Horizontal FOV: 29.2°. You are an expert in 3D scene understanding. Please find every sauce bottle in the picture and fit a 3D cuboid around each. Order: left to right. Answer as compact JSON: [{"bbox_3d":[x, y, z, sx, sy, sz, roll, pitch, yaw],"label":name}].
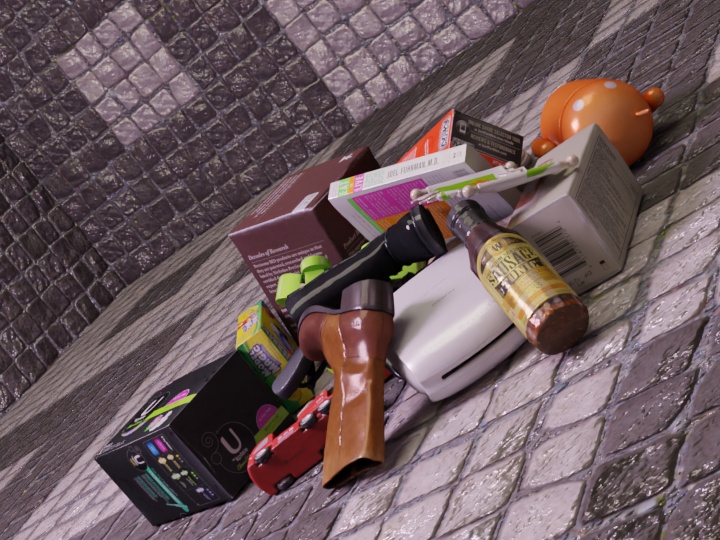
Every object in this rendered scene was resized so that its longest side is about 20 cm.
[{"bbox_3d":[0.146,0.000,1.347,0.066,0.066,0.200,-39,45,-1],"label":"sauce bottle"}]

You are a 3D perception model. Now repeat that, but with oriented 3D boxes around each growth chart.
[{"bbox_3d":[0.134,-0.095,1.488,0.144,0.018,0.200,-17,6,-12],"label":"growth chart"}]

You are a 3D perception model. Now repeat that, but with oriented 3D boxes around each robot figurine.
[{"bbox_3d":[0.291,-0.180,1.702,0.200,0.143,0.117,-133,55,-79],"label":"robot figurine"}]

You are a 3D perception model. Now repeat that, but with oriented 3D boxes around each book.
[{"bbox_3d":[0.078,-0.085,1.667,0.199,0.134,0.048,-13,56,35],"label":"book"}]

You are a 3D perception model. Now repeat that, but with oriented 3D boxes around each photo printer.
[{"bbox_3d":[0.101,0.053,1.454,0.166,0.070,0.200,-37,20,-2],"label":"photo printer"}]

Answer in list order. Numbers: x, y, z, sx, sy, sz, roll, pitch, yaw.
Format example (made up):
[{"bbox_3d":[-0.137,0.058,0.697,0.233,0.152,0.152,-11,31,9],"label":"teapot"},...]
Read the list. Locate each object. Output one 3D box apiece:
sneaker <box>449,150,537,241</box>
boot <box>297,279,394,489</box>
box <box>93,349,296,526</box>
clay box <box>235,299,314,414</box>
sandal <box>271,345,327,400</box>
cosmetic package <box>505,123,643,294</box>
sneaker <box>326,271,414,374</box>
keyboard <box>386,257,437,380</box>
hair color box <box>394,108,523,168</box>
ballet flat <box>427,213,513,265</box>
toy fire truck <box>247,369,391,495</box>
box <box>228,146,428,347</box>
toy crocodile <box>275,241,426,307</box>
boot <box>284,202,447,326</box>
[{"bbox_3d":[0.177,-0.072,1.776,0.200,0.076,0.076,-54,8,50],"label":"sneaker"},{"bbox_3d":[-0.017,0.132,1.456,0.188,0.068,0.201,-29,53,51],"label":"boot"},{"bbox_3d":[-0.207,0.212,1.725,0.200,0.124,0.149,-28,16,48],"label":"box"},{"bbox_3d":[-0.113,0.115,1.824,0.048,0.115,0.200,-37,12,3],"label":"clay box"},{"bbox_3d":[-0.054,0.103,1.660,0.076,0.043,0.200,-50,2,21],"label":"sandal"},{"bbox_3d":[0.230,-0.063,1.473,0.087,0.104,0.200,-31,12,30],"label":"cosmetic package"},{"bbox_3d":[0.022,0.063,1.688,0.200,0.081,0.074,-32,12,32],"label":"sneaker"},{"bbox_3d":[0.094,0.036,1.582,0.200,0.021,0.127,-41,48,-8],"label":"keyboard"},{"bbox_3d":[0.108,-0.116,1.713,0.200,0.101,0.061,138,146,-57],"label":"hair color box"},{"bbox_3d":[0.153,-0.017,1.645,0.200,0.068,0.067,-32,40,39],"label":"ballet flat"},{"bbox_3d":[-0.041,0.162,1.581,0.200,0.049,0.141,-38,11,7],"label":"toy fire truck"},{"bbox_3d":[-0.034,-0.026,1.869,0.164,0.200,0.166,-16,22,41],"label":"box"},{"bbox_3d":[-0.013,0.015,1.733,0.199,0.062,0.068,-12,59,10],"label":"toy crocodile"},{"bbox_3d":[0.000,0.000,1.591,0.199,0.066,0.165,-28,-4,6],"label":"boot"}]
